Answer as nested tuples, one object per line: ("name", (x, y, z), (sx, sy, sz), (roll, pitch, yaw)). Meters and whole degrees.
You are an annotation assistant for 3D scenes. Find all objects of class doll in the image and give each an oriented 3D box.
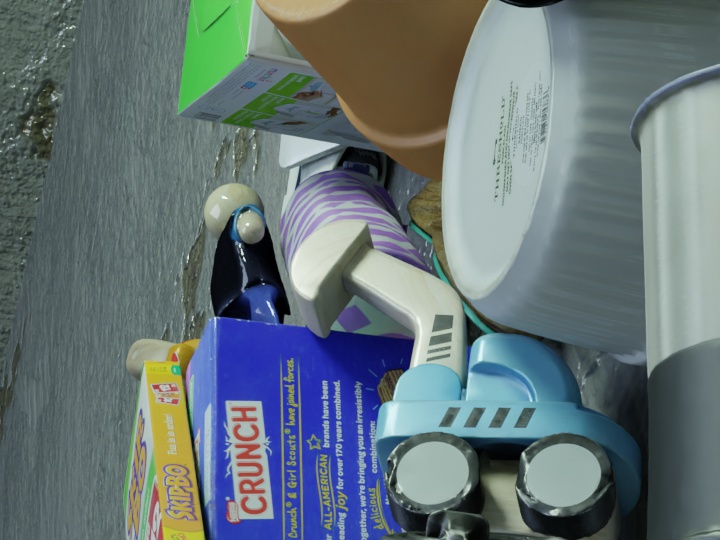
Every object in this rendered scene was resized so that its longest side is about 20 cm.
("doll", (-0.067, 0.026, 1.419), (0.137, 0.048, 0.201), (103, 157, -47))

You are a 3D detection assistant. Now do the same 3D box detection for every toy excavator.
("toy excavator", (0.050, 0.065, 1.162), (0.100, 0.193, 0.201), (74, -159, -50))

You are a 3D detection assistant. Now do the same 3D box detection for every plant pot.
("plant pot", (0.032, -0.167, 1.244), (0.199, 0.140, 0.202), (-24, 54, 37))

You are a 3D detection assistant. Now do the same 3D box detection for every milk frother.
("milk frother", (0.115, 0.034, 0.888), (0.181, 0.198, 0.190), (122, 152, -64))

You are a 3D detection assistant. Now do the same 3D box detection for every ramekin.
("ramekin", (0.113, -0.058, 1.113), (0.200, 0.104, 0.202), (-172, 90, -75))

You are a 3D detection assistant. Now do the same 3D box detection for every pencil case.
("pencil case", (0.000, 0.000, 1.369), (0.200, 0.085, 0.084), (-108, 39, -71))

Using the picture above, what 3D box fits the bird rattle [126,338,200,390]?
("bird rattle", (-0.103, 0.087, 1.748), (0.113, 0.162, 0.200), (-64, 24, -4))

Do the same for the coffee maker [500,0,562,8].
("coffee maker", (0.115, -0.243, 1.047), (0.201, 0.134, 0.193), (-71, 3, -52))

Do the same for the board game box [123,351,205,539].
("board game box", (-0.107, 0.131, 1.224), (0.200, 0.030, 0.096), (-102, 20, -61))

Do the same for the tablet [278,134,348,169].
("tablet", (-0.008, -0.179, 1.652), (0.130, 0.014, 0.202), (-19, 57, 39))

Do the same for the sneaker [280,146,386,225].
("sneaker", (-0.012, -0.102, 1.676), (0.080, 0.076, 0.202), (-39, 49, 52))

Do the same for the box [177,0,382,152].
("box", (-0.009, -0.142, 1.458), (0.200, 0.175, 0.098), (158, 119, -73))

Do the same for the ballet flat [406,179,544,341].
("ballet flat", (0.077, -0.022, 1.330), (0.073, 0.068, 0.200), (-58, 17, 12))

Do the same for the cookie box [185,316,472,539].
("cookie box", (0.007, 0.123, 1.227), (0.075, 0.198, 0.172), (121, 152, -55))
